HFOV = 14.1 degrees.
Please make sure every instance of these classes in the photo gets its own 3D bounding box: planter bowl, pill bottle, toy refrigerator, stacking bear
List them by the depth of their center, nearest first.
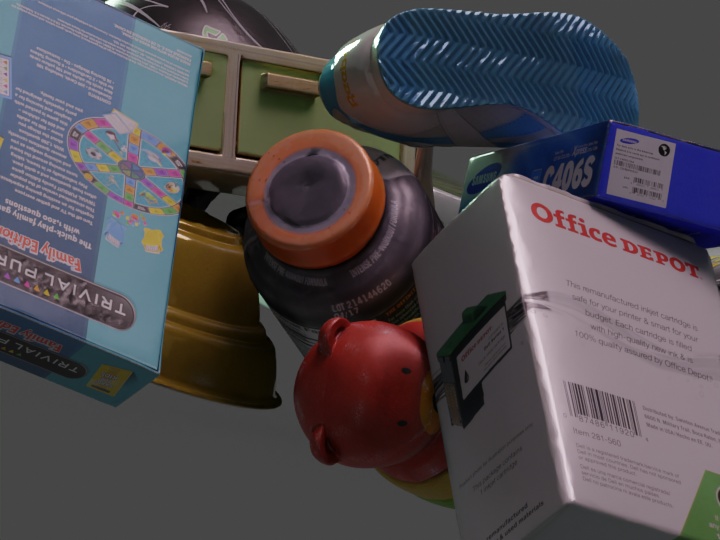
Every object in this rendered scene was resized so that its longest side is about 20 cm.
[{"bbox_3d":[0.045,0.072,1.523,0.113,0.122,0.199,9,-2,39],"label":"stacking bear"},{"bbox_3d":[0.000,0.000,1.608,0.106,0.107,0.200,25,-17,27],"label":"pill bottle"},{"bbox_3d":[-0.122,0.002,1.640,0.199,0.084,0.200,23,7,-3],"label":"planter bowl"},{"bbox_3d":[-0.066,-0.085,1.652,0.199,0.076,0.070,9,-10,-30],"label":"toy refrigerator"}]

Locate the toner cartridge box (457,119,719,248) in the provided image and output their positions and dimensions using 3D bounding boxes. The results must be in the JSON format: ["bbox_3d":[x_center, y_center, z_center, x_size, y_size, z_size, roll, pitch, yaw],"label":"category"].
[{"bbox_3d":[0.132,-0.039,1.568,0.094,0.043,0.200,16,-9,-18],"label":"toner cartridge box"}]

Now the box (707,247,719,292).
[{"bbox_3d":[0.197,0.017,1.638,0.199,0.049,0.158,-3,11,38],"label":"box"}]

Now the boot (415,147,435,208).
[{"bbox_3d":[0.035,-0.005,1.837,0.097,0.201,0.074,26,-23,-37],"label":"boot"}]

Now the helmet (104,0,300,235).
[{"bbox_3d":[-0.114,-0.081,1.805,0.199,0.201,0.191,15,20,-50],"label":"helmet"}]

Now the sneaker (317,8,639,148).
[{"bbox_3d":[0.070,-0.103,1.623,0.199,0.077,0.081,9,-16,-35],"label":"sneaker"}]

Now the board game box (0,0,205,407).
[{"bbox_3d":[-0.163,-0.051,1.455,0.150,0.201,0.047,24,-37,-26],"label":"board game box"}]

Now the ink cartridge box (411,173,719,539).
[{"bbox_3d":[0.116,0.068,1.434,0.145,0.084,0.201,19,44,-31],"label":"ink cartridge box"}]

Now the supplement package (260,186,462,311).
[{"bbox_3d":[-0.002,-0.013,1.962,0.116,0.118,0.200,20,0,-15],"label":"supplement package"}]
